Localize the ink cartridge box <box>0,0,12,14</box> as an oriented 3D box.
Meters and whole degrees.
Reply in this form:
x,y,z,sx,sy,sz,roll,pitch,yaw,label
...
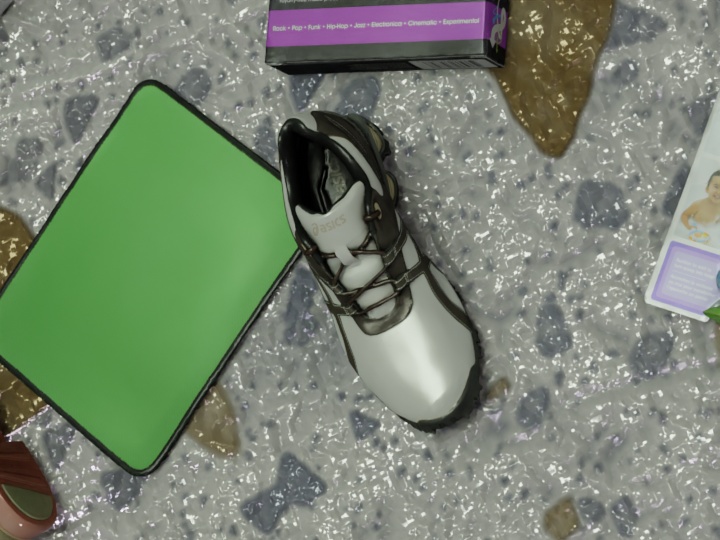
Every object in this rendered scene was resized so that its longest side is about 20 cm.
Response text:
x,y,z,sx,sy,sz,roll,pitch,yaw,label
-0.253,-0.227,1.831,0.200,0.145,0.084,-47,64,11,ink cartridge box

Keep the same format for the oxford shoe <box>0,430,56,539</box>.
x,y,z,sx,sy,sz,roll,pitch,yaw,label
-0.262,0.094,1.822,0.074,0.071,0.200,-43,62,22,oxford shoe

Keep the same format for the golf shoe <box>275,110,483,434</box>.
x,y,z,sx,sy,sz,roll,pitch,yaw,label
0.000,0.000,1.695,0.078,0.094,0.200,-31,72,15,golf shoe

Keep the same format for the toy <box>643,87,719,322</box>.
x,y,z,sx,sy,sz,roll,pitch,yaw,label
0.231,-0.063,1.619,0.115,0.047,0.201,18,90,26,toy

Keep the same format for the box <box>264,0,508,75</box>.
x,y,z,sx,sy,sz,roll,pitch,yaw,label
0.020,-0.217,1.758,0.143,0.036,0.201,0,82,25,box

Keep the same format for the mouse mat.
x,y,z,sx,sy,sz,roll,pitch,yaw,label
-0.130,0.003,1.808,0.161,0.008,0.200,38,97,26,mouse mat
